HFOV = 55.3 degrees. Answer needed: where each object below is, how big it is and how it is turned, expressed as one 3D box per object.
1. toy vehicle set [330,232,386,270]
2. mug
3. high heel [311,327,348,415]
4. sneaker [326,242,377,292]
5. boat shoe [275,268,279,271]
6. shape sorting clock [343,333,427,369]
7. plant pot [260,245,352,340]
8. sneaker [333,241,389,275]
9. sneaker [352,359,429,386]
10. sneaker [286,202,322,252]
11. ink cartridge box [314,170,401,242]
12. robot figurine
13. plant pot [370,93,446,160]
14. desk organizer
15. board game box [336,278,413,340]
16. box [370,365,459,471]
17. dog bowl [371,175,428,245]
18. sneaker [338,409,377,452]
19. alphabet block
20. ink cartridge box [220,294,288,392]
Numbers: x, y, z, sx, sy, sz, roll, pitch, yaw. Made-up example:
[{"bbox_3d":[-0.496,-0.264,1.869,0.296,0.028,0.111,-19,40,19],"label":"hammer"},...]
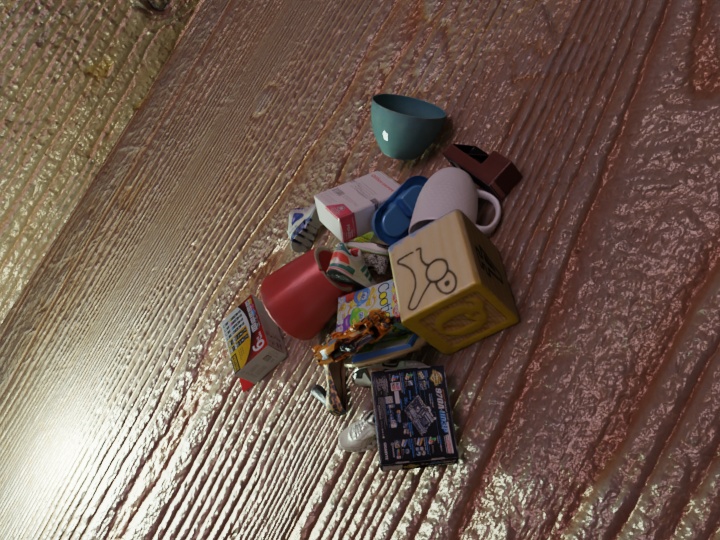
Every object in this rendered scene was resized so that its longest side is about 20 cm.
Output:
[{"bbox_3d":[0.015,-0.083,1.818,0.200,0.026,0.125,27,84,48],"label":"toy vehicle set"},{"bbox_3d":[0.227,-0.141,1.598,0.198,0.148,0.176,10,60,13],"label":"mug"},{"bbox_3d":[-0.043,0.237,1.625,0.142,0.071,0.201,27,100,54],"label":"high heel"},{"bbox_3d":[-0.001,0.000,1.648,0.070,0.199,0.094,-1,68,39],"label":"sneaker"},{"bbox_3d":[-0.150,-0.001,1.893,0.200,0.070,0.072,-5,51,35],"label":"boat shoe"},{"bbox_3d":[0.059,0.180,1.512,0.199,0.199,0.040,-11,93,37],"label":"shape sorting clock"},{"bbox_3d":[-0.121,0.046,1.723,0.177,0.200,0.201,-39,44,24],"label":"plant pot"},{"bbox_3d":[-0.002,-0.026,1.733,0.199,0.077,0.089,3,84,48],"label":"sneaker"},{"bbox_3d":[0.060,0.248,1.533,0.199,0.074,0.081,-11,60,38],"label":"sneaker"},{"bbox_3d":[-0.150,-0.159,1.976,0.200,0.080,0.115,-48,45,9],"label":"sneaker"},{"bbox_3d":[0.003,-0.169,1.775,0.199,0.085,0.146,-25,40,-18],"label":"ink cartridge box"},{"bbox_3d":[-0.013,0.144,1.496,0.200,0.058,0.145,-32,0,41],"label":"robot figurine"},{"bbox_3d":[0.114,-0.372,1.818,0.200,0.199,0.136,48,133,47],"label":"plant pot"},{"bbox_3d":[0.291,-0.254,1.649,0.077,0.072,0.200,-47,43,4],"label":"desk organizer"},{"bbox_3d":[0.054,0.102,1.608,0.199,0.105,0.104,-20,53,33],"label":"board game box"},{"bbox_3d":[0.107,0.299,1.406,0.158,0.046,0.201,-6,59,-2],"label":"box"},{"bbox_3d":[0.107,-0.147,1.704,0.200,0.112,0.050,-46,16,-14],"label":"dog bowl"},{"bbox_3d":[0.024,0.340,1.502,0.199,0.081,0.076,-29,50,27],"label":"sneaker"},{"bbox_3d":[0.195,0.028,1.462,0.195,0.196,0.201,-30,48,26],"label":"alphabet block"},{"bbox_3d":[-0.310,0.201,1.885,0.175,0.084,0.201,-42,44,14],"label":"ink cartridge box"}]
